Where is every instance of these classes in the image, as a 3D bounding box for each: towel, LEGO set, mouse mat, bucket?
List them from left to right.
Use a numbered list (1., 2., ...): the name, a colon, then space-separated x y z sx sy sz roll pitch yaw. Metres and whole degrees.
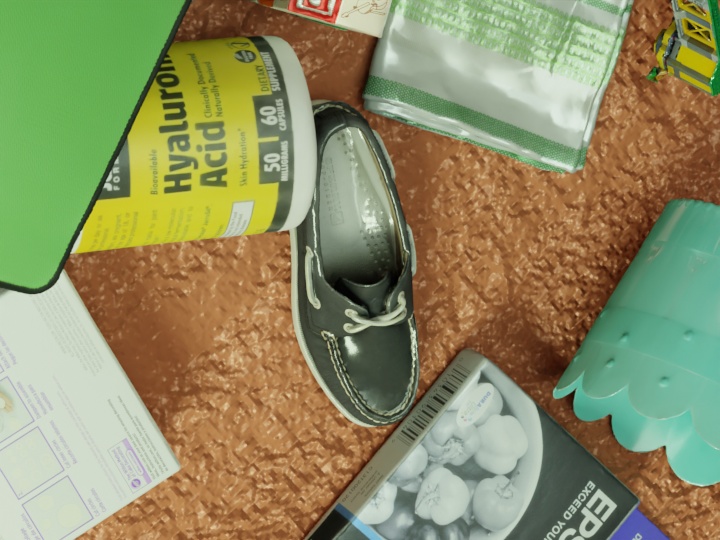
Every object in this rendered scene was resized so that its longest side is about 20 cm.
1. mouse mat: -0.187 -0.089 1.413 0.161 0.008 0.200 17 109 -33
2. towel: 0.096 -0.169 1.627 0.149 0.031 0.201 17 94 -22
3. LEGO set: 0.198 -0.214 1.609 0.200 0.116 0.154 -57 155 -6
4. bucket: 0.230 0.058 1.630 0.207 0.207 0.135 31 83 -22

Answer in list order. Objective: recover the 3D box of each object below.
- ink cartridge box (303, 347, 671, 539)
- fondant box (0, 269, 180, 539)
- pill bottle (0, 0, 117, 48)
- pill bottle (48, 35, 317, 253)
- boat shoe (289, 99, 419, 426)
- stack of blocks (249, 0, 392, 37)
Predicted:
1. ink cartridge box: 0.073 0.184 1.679 0.200 0.043 0.198 42 85 -22
2. fondant box: -0.223 0.101 1.551 0.200 0.058 0.145 -33 109 -12
3. pill bottle: -0.131 -0.199 1.456 0.200 0.113 0.114 -36 109 -9
4. pill bottle: -0.133 -0.067 1.523 0.199 0.111 0.112 -7 102 -18
5. boat shoe: 0.000 0.000 1.608 0.074 0.060 0.201 -13 104 -18
6. stack of blocks: -0.003 -0.189 1.497 0.058 0.200 0.115 14 94 -21
